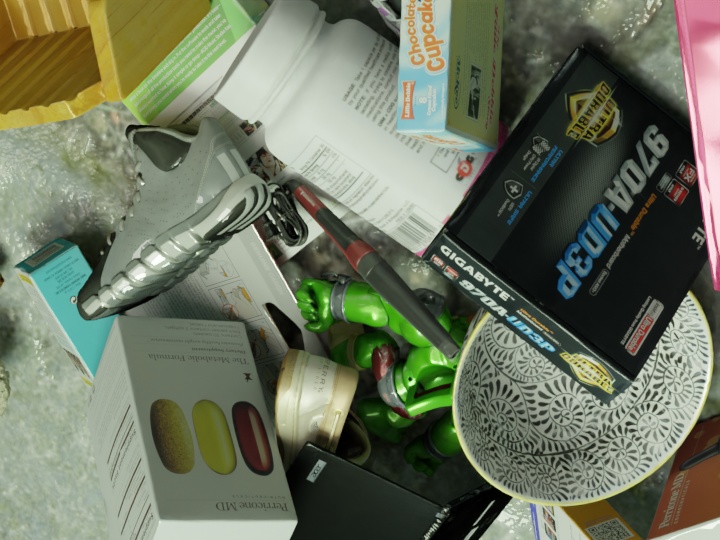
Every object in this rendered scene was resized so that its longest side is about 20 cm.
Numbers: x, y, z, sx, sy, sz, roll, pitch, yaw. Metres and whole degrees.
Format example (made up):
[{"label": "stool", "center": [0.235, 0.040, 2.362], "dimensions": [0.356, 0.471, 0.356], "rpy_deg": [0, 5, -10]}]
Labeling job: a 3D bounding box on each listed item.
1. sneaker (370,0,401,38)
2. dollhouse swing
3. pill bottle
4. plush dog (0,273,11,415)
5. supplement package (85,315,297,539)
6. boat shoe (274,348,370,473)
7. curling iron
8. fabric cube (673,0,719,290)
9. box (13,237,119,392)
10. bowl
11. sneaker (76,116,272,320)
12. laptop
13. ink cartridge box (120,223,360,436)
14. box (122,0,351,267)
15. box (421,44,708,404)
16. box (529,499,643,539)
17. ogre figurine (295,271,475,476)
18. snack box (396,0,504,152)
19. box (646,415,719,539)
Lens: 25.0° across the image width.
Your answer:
[{"label": "sneaker", "center": [0.010, -0.200, 1.102], "dimensions": [0.077, 0.140, 0.201], "rpy_deg": [-26, 104, 32]}, {"label": "dollhouse swing", "center": [-0.242, -0.225, 1.182], "dimensions": [0.199, 0.182, 0.177], "rpy_deg": [-4, 125, 34]}, {"label": "pill bottle", "center": [0.003, -0.106, 1.157], "dimensions": [0.199, 0.114, 0.113], "rpy_deg": [34, 126, -11]}, {"label": "plush dog", "center": [-0.404, 0.036, 1.441], "dimensions": [0.198, 0.161, 0.173], "rpy_deg": [6, 108, -12]}, {"label": "supplement package", "center": [-0.134, 0.146, 1.253], "dimensions": [0.113, 0.201, 0.110], "rpy_deg": [3, 134, -25]}, {"label": "boat shoe", "center": [-0.026, 0.139, 1.280], "dimensions": [0.069, 0.074, 0.201], "rpy_deg": [8, 144, 8]}, {"label": "curling iron", "center": [0.000, 0.000, 1.218], "dimensions": [0.200, 0.025, 0.050], "rpy_deg": [38, 117, 20]}, {"label": "fabric cube", "center": [0.313, -0.121, 0.981], "dimensions": [0.198, 0.200, 0.198], "rpy_deg": [-4, 115, 23]}, {"label": "box", "center": [-0.218, 0.071, 1.388], "dimensions": [0.201, 0.049, 0.082], "rpy_deg": [61, 164, -16]}, {"label": "bowl", "center": [0.149, 0.063, 1.198], "dimensions": [0.199, 0.094, 0.202], "rpy_deg": [-6, 115, -13]}, {"label": "sneaker", "center": [-0.164, -0.051, 1.263], "dimensions": [0.199, 0.075, 0.116], "rpy_deg": [-34, 81, 27]}, {"label": "laptop", "center": [0.018, 0.200, 1.316], "dimensions": [0.103, 0.199, 0.178], "rpy_deg": [49, 130, 20]}, {"label": "ink cartridge box", "center": [-0.100, 0.056, 1.349], "dimensions": [0.175, 0.045, 0.201], "rpy_deg": [-17, 111, 33]}, {"label": "box", "center": [-0.082, -0.114, 1.258], "dimensions": [0.144, 0.036, 0.200], "rpy_deg": [-36, 101, 34]}, {"label": "box", "center": [0.156, -0.035, 1.098], "dimensions": [0.159, 0.200, 0.046], "rpy_deg": [38, 149, 0]}, {"label": "box", "center": [0.189, 0.240, 1.273], "dimensions": [0.041, 0.200, 0.120], "rpy_deg": [-16, 118, -12]}, {"label": "ogre figurine", "center": [0.044, 0.081, 1.274], "dimensions": [0.119, 0.098, 0.202], "rpy_deg": [-10, 105, 38]}, {"label": "snack box", "center": [0.062, -0.183, 1.055], "dimensions": [0.037, 0.116, 0.202], "rpy_deg": [2, 88, 22]}, {"label": "box", "center": [0.326, 0.163, 1.160], "dimensions": [0.199, 0.152, 0.107], "rpy_deg": [-26, 106, 32]}]
